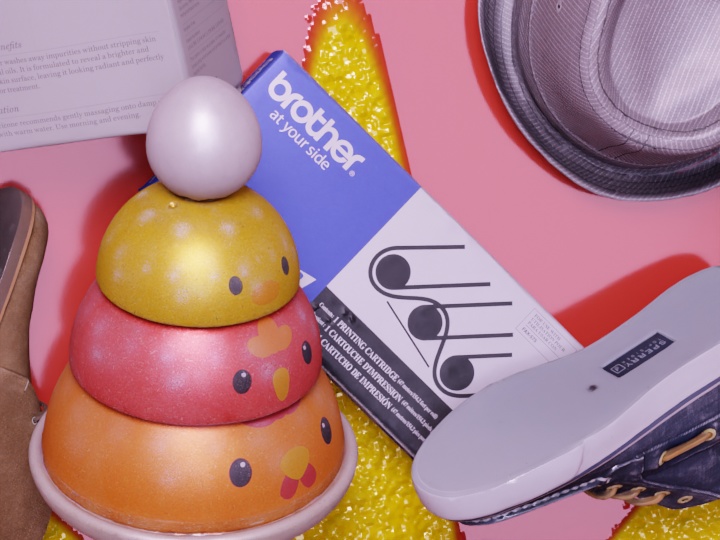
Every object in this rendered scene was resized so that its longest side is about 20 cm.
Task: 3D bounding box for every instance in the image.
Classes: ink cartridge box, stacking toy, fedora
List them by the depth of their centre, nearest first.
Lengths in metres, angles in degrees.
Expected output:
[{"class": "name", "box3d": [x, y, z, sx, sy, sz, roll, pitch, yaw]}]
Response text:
[{"class": "stacking toy", "box3d": [-0.072, 0.011, 1.097, 0.146, 0.146, 0.200, -3, 121, -8]}, {"class": "fedora", "box3d": [0.150, -0.129, 1.182, 0.177, 0.090, 0.200, 29, 90, -9]}, {"class": "ink cartridge box", "box3d": [0.000, 0.000, 1.194, 0.200, 0.044, 0.094, 44, 86, -9]}]

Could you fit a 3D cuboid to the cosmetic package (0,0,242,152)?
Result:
[{"class": "cosmetic package", "box3d": [-0.130, -0.159, 1.114, 0.113, 0.081, 0.200, -5, 106, 15]}]

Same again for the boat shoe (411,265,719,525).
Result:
[{"class": "boat shoe", "box3d": [0.119, 0.083, 1.179, 0.200, 0.071, 0.091, -28, 125, -19]}]

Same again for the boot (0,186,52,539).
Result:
[{"class": "boot", "box3d": [-0.171, 0.061, 1.173, 0.075, 0.074, 0.200, 15, 95, -29]}]
